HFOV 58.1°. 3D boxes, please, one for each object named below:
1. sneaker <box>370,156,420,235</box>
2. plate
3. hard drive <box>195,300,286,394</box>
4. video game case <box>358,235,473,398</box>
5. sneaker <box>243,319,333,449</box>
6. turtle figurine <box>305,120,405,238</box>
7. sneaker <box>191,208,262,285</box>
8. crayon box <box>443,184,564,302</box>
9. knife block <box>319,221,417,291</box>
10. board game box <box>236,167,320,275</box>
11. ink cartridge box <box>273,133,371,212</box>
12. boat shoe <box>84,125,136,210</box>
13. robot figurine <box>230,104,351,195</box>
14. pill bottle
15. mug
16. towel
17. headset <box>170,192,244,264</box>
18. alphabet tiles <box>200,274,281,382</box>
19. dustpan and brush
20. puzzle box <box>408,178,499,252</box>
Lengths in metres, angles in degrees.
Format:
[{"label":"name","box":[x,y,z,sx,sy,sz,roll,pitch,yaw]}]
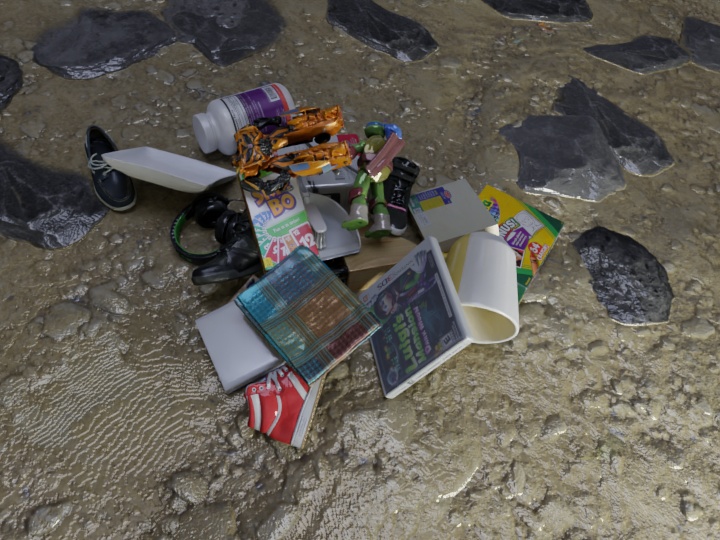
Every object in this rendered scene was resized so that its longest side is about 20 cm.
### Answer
[{"label":"sneaker","box":[0.069,-0.149,1.222,0.070,0.100,0.201,20,32,-10]},{"label":"plate","box":[-0.351,-0.185,1.213,0.197,0.033,0.200,16,16,1]},{"label":"hard drive","box":[-0.149,0.092,1.040,0.198,0.025,0.133,-27,66,-9]},{"label":"video game case","box":[0.081,0.074,1.044,0.023,0.182,0.202,20,41,-39]},{"label":"sneaker","box":[-0.108,0.152,0.973,0.111,0.071,0.203,16,77,0]},{"label":"turtle figurine","box":[-0.013,-0.157,1.145,0.197,0.144,0.197,-4,73,7]},{"label":"sneaker","box":[-0.211,-0.045,1.107,0.198,0.116,0.076,-25,14,-36]},{"label":"crayon box","box":[0.270,-0.055,1.239,0.171,0.059,0.200,30,53,15]},{"label":"knife block","box":[0.000,0.000,1.152,0.198,0.064,0.176,26,53,12]},{"label":"board game box","box":[-0.140,-0.096,1.084,0.094,0.030,0.202,-12,69,-19]},{"label":"ink cartridge box","box":[-0.090,-0.187,1.273,0.197,0.084,0.147,-5,53,-13]},{"label":"boat shoe","box":[-0.480,-0.198,1.237,0.074,0.062,0.201,-15,56,-21]},{"label":"robot figurine","box":[-0.120,-0.204,1.064,0.197,0.058,0.147,-12,69,1]},{"label":"pill bottle","box":[-0.236,-0.306,1.328,0.198,0.113,0.113,-24,58,-24]},{"label":"mug","box":[0.181,0.016,1.084,0.184,0.149,0.155,20,64,-13]},{"label":"towel","box":[-0.082,0.060,0.974,0.146,0.022,0.200,-39,58,-14]},{"label":"headset","box":[-0.254,-0.101,1.174,0.123,0.094,0.200,39,68,21]},{"label":"alphabet tiles","box":[-0.139,0.077,1.067,0.166,0.008,0.200,35,73,19]},{"label":"dustpan and brush","box":[-0.092,-0.109,1.149,0.138,0.058,0.201,-13,50,-19]},{"label":"puzzle box","box":[0.166,-0.105,1.221,0.131,0.026,0.201,-17,33,0]}]
